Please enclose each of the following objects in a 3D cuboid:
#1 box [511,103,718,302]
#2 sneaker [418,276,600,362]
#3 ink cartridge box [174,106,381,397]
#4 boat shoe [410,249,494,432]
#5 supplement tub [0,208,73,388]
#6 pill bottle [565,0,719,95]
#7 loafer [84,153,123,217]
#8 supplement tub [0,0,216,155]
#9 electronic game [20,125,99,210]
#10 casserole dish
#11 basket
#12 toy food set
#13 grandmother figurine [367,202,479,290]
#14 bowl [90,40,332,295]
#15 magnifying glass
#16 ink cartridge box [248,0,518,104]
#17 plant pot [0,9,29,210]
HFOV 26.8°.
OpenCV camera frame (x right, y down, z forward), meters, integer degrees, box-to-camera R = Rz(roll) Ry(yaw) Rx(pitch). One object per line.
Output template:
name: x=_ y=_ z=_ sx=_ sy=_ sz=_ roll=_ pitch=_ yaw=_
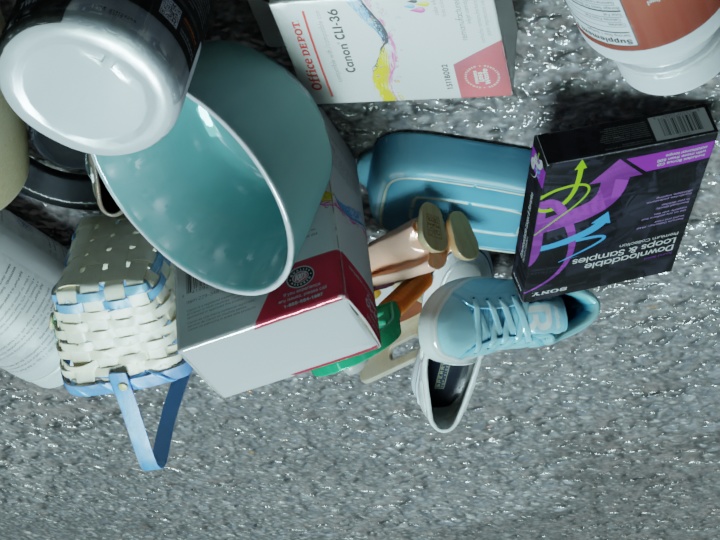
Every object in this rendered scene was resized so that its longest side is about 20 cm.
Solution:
box: x=0.205 y=-0.051 z=1.243 sx=0.142 sy=0.036 sz=0.200 roll=-12 pitch=149 yaw=-8
sneaker: x=0.137 y=0.036 z=1.333 sx=0.082 sy=0.074 sz=0.199 roll=-6 pitch=-174 yaw=45
ink cartridge box: x=-0.071 y=-0.016 z=1.225 sx=0.147 sy=0.201 sz=0.086 roll=-19 pitch=140 yaw=15
boat shoe: x=0.091 y=0.062 z=1.403 sx=0.073 sy=0.065 sz=0.201 roll=-4 pitch=126 yaw=-9
supplement tub: x=-0.344 y=0.012 z=1.416 sx=0.132 sy=0.132 sz=0.200 roll=-20 pitch=137 yaw=37
pill bottle: x=0.180 y=-0.208 z=0.980 sx=0.112 sy=0.113 sz=0.200 roll=-9 pitch=144 yaw=24
loafer: x=-0.187 y=-0.133 z=1.176 sx=0.071 sy=0.063 sz=0.201 roll=1 pitch=129 yaw=-6
supplement tub: x=-0.157 y=-0.185 z=1.002 sx=0.122 sy=0.201 sz=0.123 roll=7 pitch=141 yaw=6
electronic game: x=-0.239 y=-0.120 z=1.272 sx=0.199 sy=0.042 sz=0.200 roll=0 pitch=141 yaw=0
casserole dish: x=0.092 y=-0.060 z=1.293 sx=0.199 sy=0.039 sz=0.121 roll=10 pitch=147 yaw=0
basket: x=-0.198 y=0.054 z=1.360 sx=0.138 sy=0.177 sz=0.201 roll=-12 pitch=122 yaw=11
toy food set: x=-0.025 y=0.040 z=1.452 sx=0.200 sy=0.061 sz=0.143 roll=30 pitch=142 yaw=-30
grandmother figurine: x=0.000 y=0.000 z=1.311 sx=0.121 sy=0.061 sz=0.200 roll=22 pitch=145 yaw=-38
bowl: x=-0.100 y=-0.092 z=1.129 sx=0.200 sy=0.105 sz=0.201 roll=29 pitch=145 yaw=22
magnifying glass: x=0.016 y=0.041 z=1.286 sx=0.079 sy=0.200 sz=0.022 roll=-20 pitch=99 yaw=29
ink cartridge box: x=0.008 y=-0.182 z=1.098 sx=0.199 sy=0.068 sz=0.117 roll=-1 pitch=146 yaw=15
plant pot: x=-0.332 y=-0.130 z=1.135 sx=0.186 sy=0.188 sz=0.200 roll=-1 pitch=144 yaw=15
